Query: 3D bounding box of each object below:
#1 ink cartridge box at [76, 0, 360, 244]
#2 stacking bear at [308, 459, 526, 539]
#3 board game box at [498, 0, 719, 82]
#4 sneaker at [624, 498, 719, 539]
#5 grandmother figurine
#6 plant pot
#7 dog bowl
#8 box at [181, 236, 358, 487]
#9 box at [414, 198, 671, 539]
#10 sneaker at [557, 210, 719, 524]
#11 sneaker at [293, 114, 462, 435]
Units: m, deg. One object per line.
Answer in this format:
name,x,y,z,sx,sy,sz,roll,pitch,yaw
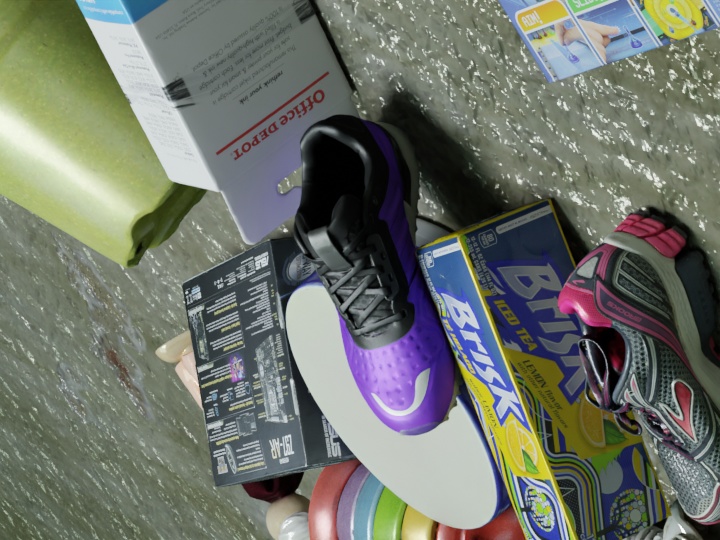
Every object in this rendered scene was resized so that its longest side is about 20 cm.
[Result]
ink cartridge box,-0.085,-0.130,1.466,0.068,0.116,0.200,15,137,55
stacking bear,0.067,0.183,1.658,0.200,0.122,0.114,5,137,47
board game box,0.115,-0.170,1.141,0.136,0.034,0.200,57,156,-10
sneaker,0.190,0.167,1.454,0.200,0.074,0.116,21,141,34
grandmother figurine,-0.082,0.138,1.865,0.061,0.121,0.200,-38,75,34
plant pot,-0.190,-0.106,1.633,0.184,0.200,0.200,38,155,5
dog bowl,0.045,0.068,1.554,0.200,0.079,0.200,40,153,25
box,-0.068,0.069,1.724,0.200,0.043,0.161,155,106,-66
box,0.106,0.065,1.396,0.064,0.070,0.201,-19,93,66
sneaker,0.164,0.064,1.340,0.081,0.075,0.200,19,141,52
sneaker,-0.001,0.000,1.417,0.099,0.069,0.201,19,-125,-62
